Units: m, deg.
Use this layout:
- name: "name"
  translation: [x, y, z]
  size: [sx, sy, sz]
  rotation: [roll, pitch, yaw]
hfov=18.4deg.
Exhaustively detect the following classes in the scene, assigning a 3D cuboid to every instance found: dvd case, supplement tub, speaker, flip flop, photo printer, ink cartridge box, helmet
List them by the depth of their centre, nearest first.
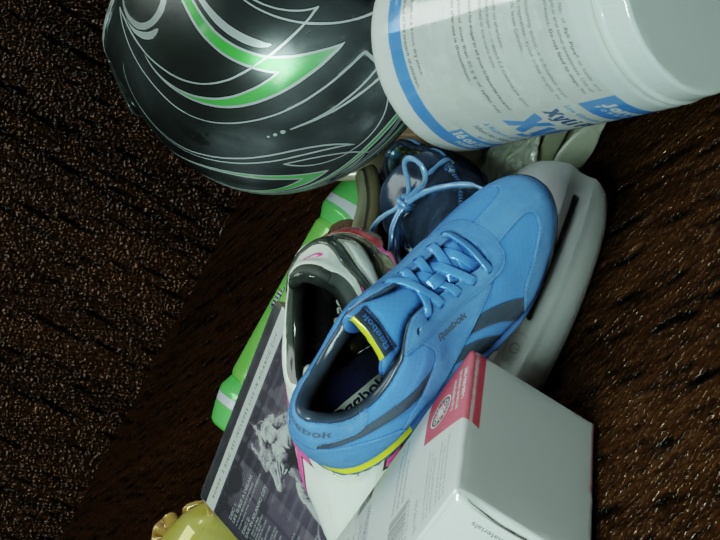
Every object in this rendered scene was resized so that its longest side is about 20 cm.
- name: "ink cartridge box"
  translation: [0.034, 0.165, 1.147]
  size: [0.200, 0.085, 0.146]
  rotation: [-54, 10, 26]
- name: "supplement tub"
  translation: [0.116, -0.147, 1.299]
  size: [0.200, 0.132, 0.132]
  rotation: [-9, 48, 46]
- name: "photo printer"
  translation: [0.077, 0.029, 1.374]
  size: [0.200, 0.069, 0.167]
  rotation: [-44, 19, 59]
- name: "dvd case"
  translation: [-0.024, 0.131, 1.382]
  size: [0.200, 0.016, 0.149]
  rotation: [41, 116, 46]
- name: "flip flop"
  translation: [0.000, 0.000, 1.392]
  size: [0.057, 0.081, 0.200]
  rotation: [-18, 29, 13]
- name: "helmet"
  translation: [-0.048, -0.145, 1.436]
  size: [0.200, 0.191, 0.200]
  rotation: [-49, -14, -17]
- name: "speaker"
  translation: [-0.028, 0.037, 1.592]
  size: [0.200, 0.088, 0.088]
  rotation: [-61, 9, 1]

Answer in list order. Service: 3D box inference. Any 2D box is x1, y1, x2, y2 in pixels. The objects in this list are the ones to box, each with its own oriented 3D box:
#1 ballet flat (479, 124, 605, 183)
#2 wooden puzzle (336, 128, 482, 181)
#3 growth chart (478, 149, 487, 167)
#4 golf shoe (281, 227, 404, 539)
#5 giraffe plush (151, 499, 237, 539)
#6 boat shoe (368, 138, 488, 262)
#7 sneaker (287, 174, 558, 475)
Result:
- name: "ballet flat"
  translation: [0.152, -0.122, 1.497]
  size: [0.200, 0.072, 0.072]
  rotation: [-62, 9, 3]
- name: "wooden puzzle"
  translation: [-0.002, -0.083, 1.593]
  size: [0.200, 0.185, 0.037]
  rotation: [-66, -26, -78]
- name: "growth chart"
  translation: [0.066, -0.057, 1.701]
  size: [0.145, 0.018, 0.200]
  rotation: [-47, 3, 28]
- name: "golf shoe"
  translation: [-0.014, 0.080, 1.264]
  size: [0.092, 0.072, 0.201]
  rotation: [-27, -69, -65]
- name: "giraffe plush"
  translation: [-0.127, 0.244, 1.641]
  size: [0.162, 0.200, 0.173]
  rotation: [-33, -5, -21]
- name: "boat shoe"
  translation: [0.038, -0.031, 1.330]
  size: [0.084, 0.069, 0.200]
  rotation: [-59, 10, 6]
- name: "sneaker"
  translation: [0.036, 0.022, 1.182]
  size: [0.200, 0.066, 0.078]
  rotation: [-49, -22, -12]
